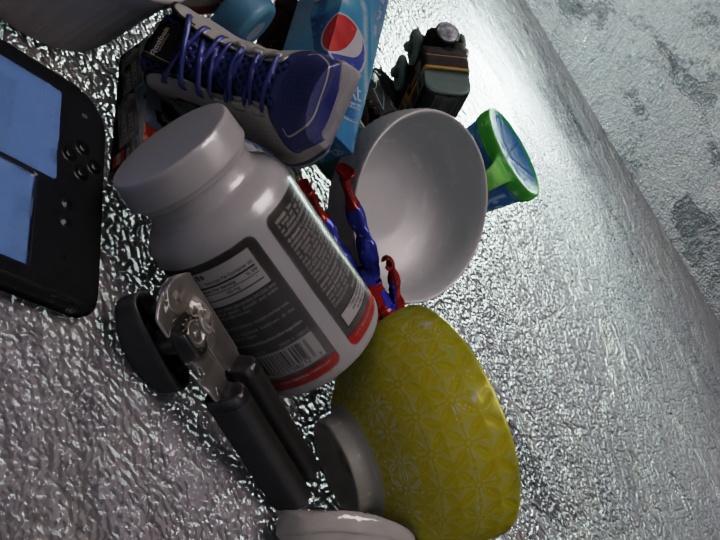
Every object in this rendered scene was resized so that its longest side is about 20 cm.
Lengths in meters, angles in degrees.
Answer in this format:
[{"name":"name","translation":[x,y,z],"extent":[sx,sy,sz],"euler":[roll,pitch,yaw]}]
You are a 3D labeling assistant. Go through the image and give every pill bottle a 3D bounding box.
[{"name":"pill bottle","translation":[-0.081,-0.014,0.658],"extent":[0.200,0.115,0.116],"euler":[56,25,-28]}]

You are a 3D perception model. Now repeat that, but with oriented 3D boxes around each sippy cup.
[{"name":"sippy cup","translation":[0.157,-0.133,1.233],"extent":[0.178,0.130,0.140],"euler":[17,51,-56]}]

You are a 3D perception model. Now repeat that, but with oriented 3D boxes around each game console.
[{"name":"game console","translation":[-0.239,-0.078,0.546],"extent":[0.200,0.031,0.178],"euler":[31,39,-47]}]

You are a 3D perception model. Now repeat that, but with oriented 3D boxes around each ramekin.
[{"name":"ramekin","translation":[-0.226,-0.265,0.676],"extent":[0.200,0.097,0.201],"euler":[44,30,-35]}]

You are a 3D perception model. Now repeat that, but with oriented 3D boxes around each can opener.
[{"name":"can opener","translation":[-0.099,0.089,0.630],"extent":[0.053,0.067,0.201],"euler":[-71,141,-52]}]

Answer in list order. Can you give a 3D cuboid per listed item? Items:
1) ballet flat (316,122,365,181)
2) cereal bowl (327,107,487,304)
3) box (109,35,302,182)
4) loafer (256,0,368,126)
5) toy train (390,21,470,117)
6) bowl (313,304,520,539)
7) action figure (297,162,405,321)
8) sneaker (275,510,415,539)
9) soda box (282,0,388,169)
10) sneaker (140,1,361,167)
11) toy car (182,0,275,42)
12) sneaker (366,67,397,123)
[{"name":"ballet flat","translation":[-0.009,-0.121,1.001],"extent":[0.200,0.069,0.070],"euler":[48,28,-36]},{"name":"cereal bowl","translation":[0.040,-0.070,0.946],"extent":[0.199,0.083,0.201],"euler":[-10,105,-41]},{"name":"box","translation":[-0.122,-0.088,0.766],"extent":[0.200,0.040,0.137],"euler":[37,34,-42]},{"name":"loafer","translation":[-0.058,-0.209,0.987],"extent":[0.073,0.071,0.200],"euler":[41,-9,43]},{"name":"toy train","translation":[0.081,-0.220,1.138],"extent":[0.085,0.200,0.115],"euler":[5,64,-14]},{"name":"bowl","translation":[0.027,0.139,0.718],"extent":[0.107,0.200,0.201],"euler":[-19,79,-22]},{"name":"action figure","translation":[0.000,0.000,0.849],"extent":[0.052,0.065,0.201],"euler":[-123,-172,-57]},{"name":"sneaker","translation":[0.011,0.239,0.669],"extent":[0.200,0.075,0.089],"euler":[38,53,-37]},{"name":"soda box","translation":[-0.032,-0.200,0.860],"extent":[0.064,0.068,0.201],"euler":[40,51,-41]},{"name":"sneaker","translation":[-0.099,-0.140,0.669],"extent":[0.115,0.081,0.199],"euler":[21,2,-37]},{"name":"toy car","translation":[-0.128,-0.316,0.898],"extent":[0.184,0.177,0.200],"euler":[47,-2,0]},{"name":"sneaker","translation":[0.013,-0.182,1.087],"extent":[0.079,0.075,0.200],"euler":[20,33,-39]}]
